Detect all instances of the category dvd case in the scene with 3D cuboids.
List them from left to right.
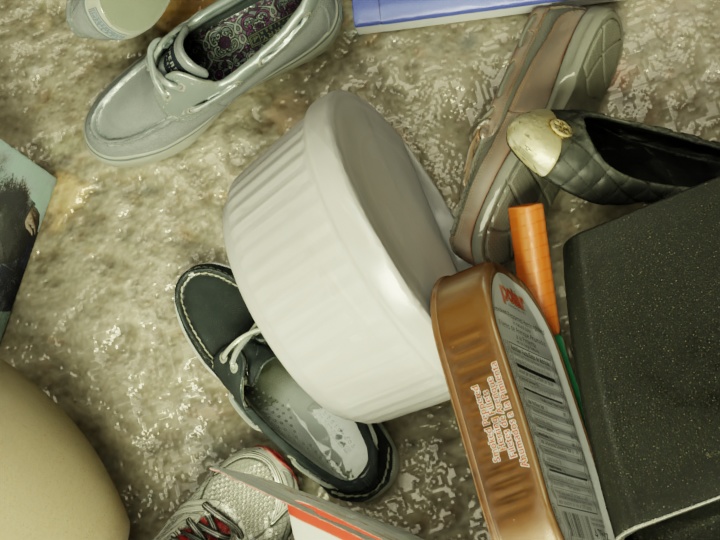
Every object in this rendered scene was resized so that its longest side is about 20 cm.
[{"bbox_3d":[-0.259,-0.020,0.950,0.022,0.200,0.146,16,81,14],"label":"dvd case"}]

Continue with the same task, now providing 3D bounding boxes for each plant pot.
[{"bbox_3d":[-0.222,0.167,0.924,0.134,0.200,0.201,29,84,-12],"label":"plant pot"},{"bbox_3d":[0.216,0.056,0.854,0.199,0.200,0.178,-22,64,6],"label":"plant pot"}]

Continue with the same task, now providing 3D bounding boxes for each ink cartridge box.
[{"bbox_3d":[0.024,0.173,0.828,0.162,0.200,0.050,18,84,39],"label":"ink cartridge box"}]

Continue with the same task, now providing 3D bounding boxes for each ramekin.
[{"bbox_3d":[0.000,0.000,0.903,0.094,0.202,0.203,-30,74,17],"label":"ramekin"}]

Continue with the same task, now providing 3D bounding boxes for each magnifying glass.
[{"bbox_3d":[0.114,0.060,0.905,0.022,0.080,0.200,-11,94,-17],"label":"magnifying glass"}]

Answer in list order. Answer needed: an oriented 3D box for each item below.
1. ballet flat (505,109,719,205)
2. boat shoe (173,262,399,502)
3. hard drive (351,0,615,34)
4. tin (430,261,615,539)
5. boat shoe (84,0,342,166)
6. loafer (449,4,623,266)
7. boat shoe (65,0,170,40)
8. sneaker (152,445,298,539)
[{"bbox_3d":[0.182,-0.070,0.908,0.200,0.057,0.067,10,53,-17],"label":"ballet flat"},{"bbox_3d":[-0.052,0.064,0.963,0.200,0.060,0.076,41,88,16],"label":"boat shoe"},{"bbox_3d":[0.091,-0.237,1.018,0.200,0.025,0.132,-6,77,10],"label":"hard drive"},{"bbox_3d":[0.091,0.089,0.816,0.042,0.112,0.200,-22,68,18],"label":"tin"},{"bbox_3d":[-0.109,-0.140,1.001,0.201,0.072,0.070,-30,73,10],"label":"boat shoe"},{"bbox_3d":[0.102,-0.088,0.960,0.063,0.072,0.200,17,66,31],"label":"loafer"},{"bbox_3d":[-0.141,-0.239,1.036,0.071,0.070,0.201,0,52,47],"label":"boat shoe"},{"bbox_3d":[-0.108,0.197,0.935,0.078,0.082,0.200,34,86,16],"label":"sneaker"}]
